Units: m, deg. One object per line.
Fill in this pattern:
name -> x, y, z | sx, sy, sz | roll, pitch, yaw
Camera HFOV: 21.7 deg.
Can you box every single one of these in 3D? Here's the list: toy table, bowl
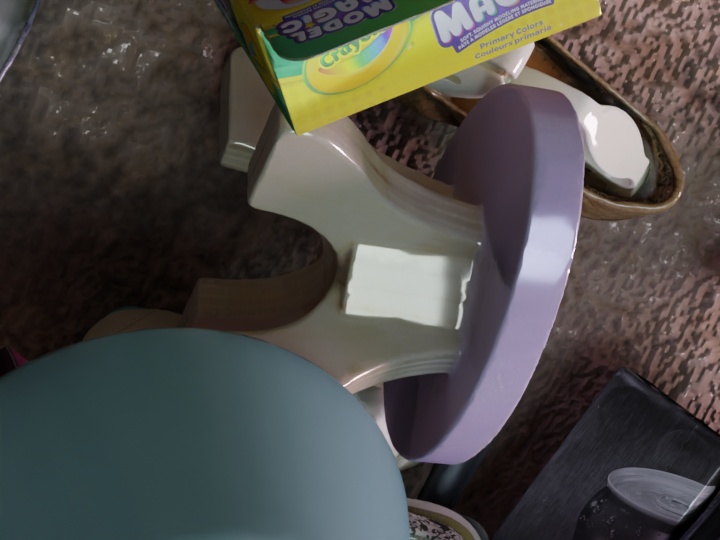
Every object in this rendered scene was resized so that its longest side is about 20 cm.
toy table -> 0.000, 0.000, 0.741 | 0.117, 0.184, 0.200 | 8, 136, -14
bowl -> -0.063, 0.131, 0.632 | 0.200, 0.105, 0.201 | -8, 118, -15

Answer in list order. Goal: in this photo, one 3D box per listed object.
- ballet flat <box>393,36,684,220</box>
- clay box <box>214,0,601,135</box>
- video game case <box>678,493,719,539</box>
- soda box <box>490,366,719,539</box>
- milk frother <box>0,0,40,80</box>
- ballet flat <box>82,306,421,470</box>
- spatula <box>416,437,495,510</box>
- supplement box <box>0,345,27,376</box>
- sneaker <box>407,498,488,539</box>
ballet flat -> 0.065, -0.078, 0.787 | 0.200, 0.072, 0.068 | 35, 83, -29
clay box -> 0.005, -0.114, 0.676 | 0.115, 0.200, 0.048 | -22, 122, -5
video game case -> 0.134, 0.169, 0.886 | 0.200, 0.019, 0.143 | -35, 155, -50
soda box -> 0.094, 0.146, 0.891 | 0.200, 0.071, 0.063 | -54, 162, 3
milk frother -> -0.252, -0.087, 0.664 | 0.188, 0.181, 0.200 | 37, 145, -30
ballet flat -> -0.030, 0.067, 0.843 | 0.199, 0.070, 0.070 | 11, 114, -23
spatula -> 0.025, 0.129, 0.865 | 0.056, 0.021, 0.200 | 29, 83, -20
supplement box -> -0.161, 0.143, 0.713 | 0.200, 0.086, 0.110 | -43, 121, 4
sneaker -> -0.034, 0.120, 0.794 | 0.199, 0.089, 0.077 | 2, 81, -9
